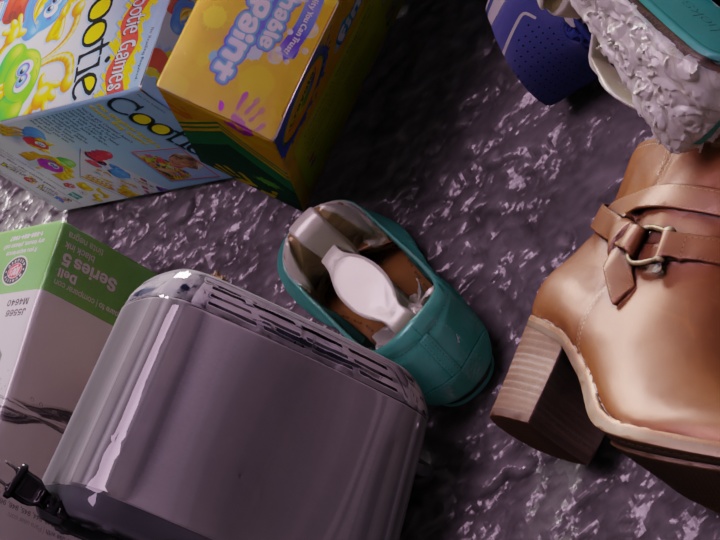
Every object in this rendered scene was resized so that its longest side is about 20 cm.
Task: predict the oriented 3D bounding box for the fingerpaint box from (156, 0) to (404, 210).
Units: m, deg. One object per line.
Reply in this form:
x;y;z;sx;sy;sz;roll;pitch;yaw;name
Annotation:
-0.027;-0.152;1.287;0.167;0.073;0.201;68;-133;-79;fingerpaint box

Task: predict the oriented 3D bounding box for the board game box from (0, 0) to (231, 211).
-0.145;-0.115;1.449;0.199;0.105;0.104;-8;59;46;board game box

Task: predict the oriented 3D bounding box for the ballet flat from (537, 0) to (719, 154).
0.111;-0.127;1.091;0.072;0.072;0.200;-44;49;18;ballet flat

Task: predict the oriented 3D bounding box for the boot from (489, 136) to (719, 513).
0.154;0.020;1.046;0.200;0.077;0.156;10;69;59;boot

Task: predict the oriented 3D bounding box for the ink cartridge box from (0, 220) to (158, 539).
-0.215;0.084;1.404;0.145;0.084;0.201;-9;58;46;ink cartridge box

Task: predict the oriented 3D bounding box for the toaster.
-0.063;0.085;1.137;0.114;0.199;0.130;-19;48;68;toaster

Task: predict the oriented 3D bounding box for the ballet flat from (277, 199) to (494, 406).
0.000;0.000;1.225;0.067;0.070;0.200;-44;37;-3;ballet flat

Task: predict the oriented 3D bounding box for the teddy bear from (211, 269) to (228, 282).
-0.091;0.084;1.290;0.145;0.067;0.200;-46;30;0;teddy bear

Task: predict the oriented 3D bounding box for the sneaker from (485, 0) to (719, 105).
0.152;-0.142;1.144;0.199;0.080;0.116;-39;38;22;sneaker
